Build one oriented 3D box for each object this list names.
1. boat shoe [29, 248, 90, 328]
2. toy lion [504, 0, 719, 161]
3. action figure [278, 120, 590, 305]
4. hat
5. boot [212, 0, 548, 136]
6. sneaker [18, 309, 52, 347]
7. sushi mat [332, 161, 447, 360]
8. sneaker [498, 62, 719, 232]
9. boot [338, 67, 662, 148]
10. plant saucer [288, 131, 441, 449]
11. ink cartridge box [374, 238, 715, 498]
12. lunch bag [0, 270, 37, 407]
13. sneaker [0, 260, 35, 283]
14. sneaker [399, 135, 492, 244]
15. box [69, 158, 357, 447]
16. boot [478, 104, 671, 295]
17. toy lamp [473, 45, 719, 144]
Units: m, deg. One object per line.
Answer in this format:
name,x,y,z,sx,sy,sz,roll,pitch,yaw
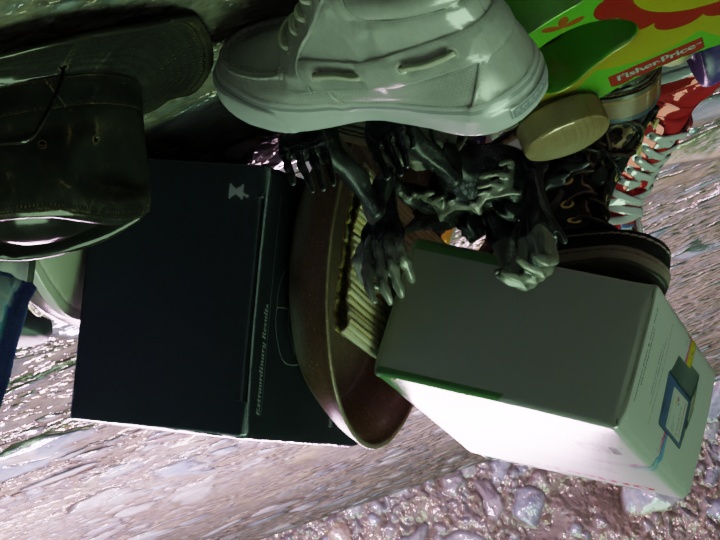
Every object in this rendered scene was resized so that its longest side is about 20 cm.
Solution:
boat shoe,-0.169,-0.006,1.455,0.060,0.072,0.202,10,167,19
toy lion,0.147,-0.141,1.237,0.200,0.069,0.192,-23,161,6
action figure,0.044,-0.032,1.345,0.119,0.102,0.200,-15,156,31
hat,-0.153,-0.050,1.250,0.200,0.081,0.201,-20,168,-5
boot,-0.008,-0.119,1.218,0.200,0.096,0.074,4,-131,41
sneaker,-0.280,0.066,1.575,0.200,0.081,0.074,-16,168,-20
sushi mat,0.024,0.011,1.469,0.012,0.096,0.200,4,167,19
sneaker,0.174,-0.064,1.671,0.071,0.113,0.200,-9,164,-46
boot,0.065,-0.124,1.385,0.200,0.075,0.097,-8,141,-6
plant saucer,0.000,0.000,1.470,0.037,0.201,0.200,5,177,19
ink cartridge box,0.111,0.060,1.481,0.145,0.088,0.200,11,166,21
lunch bag,-0.279,0.051,1.271,0.170,0.128,0.200,24,155,-20
sneaker,-0.261,0.003,1.359,0.200,0.075,0.087,-21,154,37
sneaker,0.023,-0.044,1.635,0.077,0.078,0.200,-3,160,-16
box,-0.072,0.021,1.482,0.107,0.149,0.200,5,176,18
boot,0.137,-0.045,1.551,0.073,0.151,0.200,27,164,-17
toy lamp,0.144,-0.117,1.522,0.200,0.058,0.058,-18,169,-1
